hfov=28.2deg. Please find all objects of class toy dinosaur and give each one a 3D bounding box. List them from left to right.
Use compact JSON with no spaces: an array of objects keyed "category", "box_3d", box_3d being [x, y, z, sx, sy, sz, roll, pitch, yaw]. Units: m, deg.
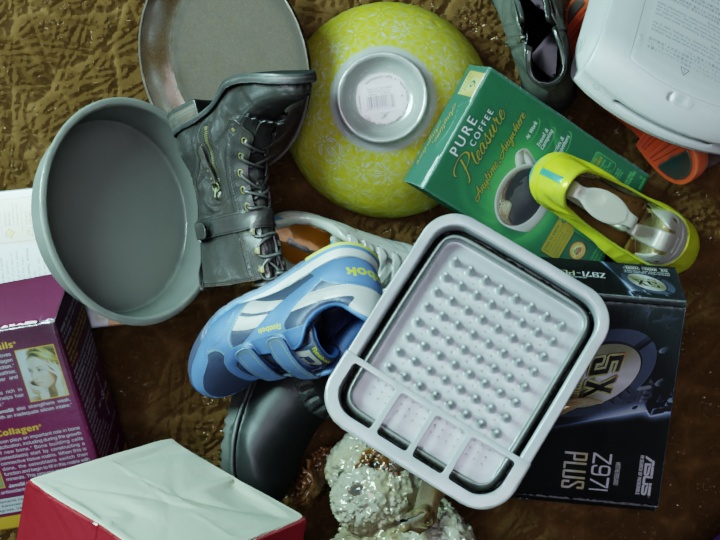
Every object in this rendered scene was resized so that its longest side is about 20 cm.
[{"category":"toy dinosaur","box_3d":[0.096,0.142,1.197,0.200,0.058,0.101,-35,76,-13]}]

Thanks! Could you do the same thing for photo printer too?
[{"category":"photo printer","box_3d":[0.272,-0.202,1.237,0.166,0.069,0.200,24,61,-10]}]

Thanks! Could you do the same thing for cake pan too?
[{"category":"cake pan","box_3d":[-0.208,-0.050,1.261,0.037,0.200,0.201,-7,89,41]}]

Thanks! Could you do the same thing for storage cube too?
[{"category":"storage cube","box_3d":[-0.175,0.269,1.207,0.171,0.200,0.180,25,112,32]}]

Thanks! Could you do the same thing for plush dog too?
[{"category":"plush dog","box_3d":[0.028,0.218,1.277,0.200,0.160,0.172,-21,73,28]}]

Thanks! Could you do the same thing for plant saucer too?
[{"category":"plant saucer","box_3d":[-0.117,-0.187,1.290,0.200,0.032,0.201,13,113,33]}]

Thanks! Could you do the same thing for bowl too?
[{"category":"bowl","box_3d":[0.021,-0.149,1.286,0.200,0.108,0.201,0,90,4]}]

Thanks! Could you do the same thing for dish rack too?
[{"category":"dish rack","box_3d":[0.086,0.073,1.154,0.171,0.044,0.200,31,83,9]}]

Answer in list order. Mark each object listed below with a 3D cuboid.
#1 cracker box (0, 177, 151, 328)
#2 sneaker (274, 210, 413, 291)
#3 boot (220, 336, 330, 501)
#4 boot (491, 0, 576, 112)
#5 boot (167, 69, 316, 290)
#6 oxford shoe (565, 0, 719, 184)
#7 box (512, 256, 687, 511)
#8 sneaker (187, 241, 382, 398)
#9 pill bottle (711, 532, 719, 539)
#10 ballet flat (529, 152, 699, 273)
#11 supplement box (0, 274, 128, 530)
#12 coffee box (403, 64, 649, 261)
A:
[{"category":"cracker box","box_3d":[-0.293,-0.009,1.331,0.200,0.058,0.134,-5,89,3]},{"category":"sneaker","box_3d":[0.000,0.000,1.300,0.200,0.081,0.077,16,89,2]},{"category":"boot","box_3d":[-0.032,0.120,1.258,0.158,0.079,0.211,7,81,36]},{"category":"boot","box_3d":[0.150,-0.241,1.257,0.068,0.131,0.200,-16,77,6]},{"category":"boot","box_3d":[-0.089,-0.073,1.232,0.069,0.200,0.174,-10,85,-40]},{"category":"oxford shoe","box_3d":[0.260,-0.171,1.302,0.072,0.071,0.200,-27,79,-30]},{"category":"box","box_3d":[0.187,0.097,1.253,0.163,0.086,0.200,5,111,3]},{"category":"sneaker","box_3d":[-0.064,0.057,1.211,0.200,0.074,0.082,-35,47,19]},{"category":"pill bottle","box_3d":[0.327,0.297,1.261,0.200,0.112,0.112,-41,87,2]},{"category":"ballet flat","box_3d":[0.233,-0.041,1.249,0.200,0.067,0.067,27,91,-26]},{"category":"supplement box","box_3d":[-0.297,0.118,1.274,0.131,0.103,0.200,-9,115,4]},{"category":"coffee box","box_3d":[0.149,-0.082,1.266,0.200,0.044,0.123,28,91,-26]}]
